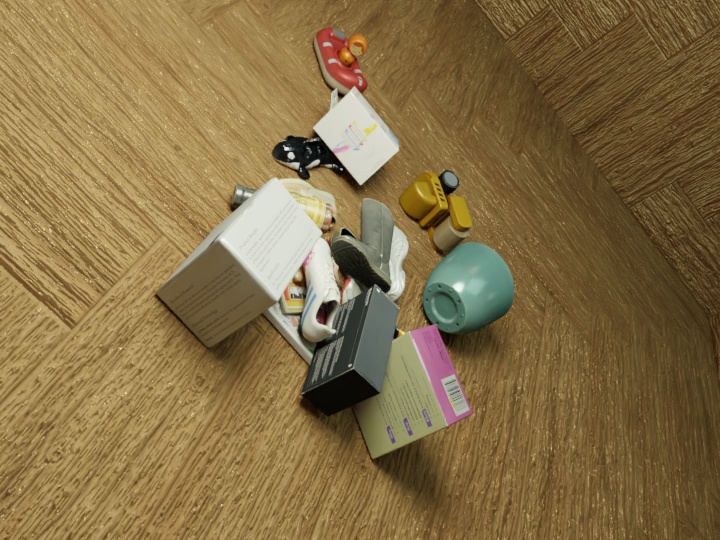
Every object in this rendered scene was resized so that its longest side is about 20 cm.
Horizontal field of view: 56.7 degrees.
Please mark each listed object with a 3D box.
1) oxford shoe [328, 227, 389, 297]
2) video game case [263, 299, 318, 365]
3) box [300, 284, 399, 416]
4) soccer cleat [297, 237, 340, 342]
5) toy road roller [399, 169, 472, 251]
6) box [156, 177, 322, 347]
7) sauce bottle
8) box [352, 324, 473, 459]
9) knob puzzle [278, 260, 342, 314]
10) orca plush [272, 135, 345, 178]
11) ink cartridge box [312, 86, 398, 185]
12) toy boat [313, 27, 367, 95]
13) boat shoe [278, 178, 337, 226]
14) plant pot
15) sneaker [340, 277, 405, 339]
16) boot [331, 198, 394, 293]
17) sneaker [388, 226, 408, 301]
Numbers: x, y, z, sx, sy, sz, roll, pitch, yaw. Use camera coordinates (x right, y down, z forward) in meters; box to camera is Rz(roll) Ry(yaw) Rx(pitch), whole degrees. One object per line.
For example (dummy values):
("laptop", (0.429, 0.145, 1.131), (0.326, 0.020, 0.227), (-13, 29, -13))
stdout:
("oxford shoe", (0.000, 0.000, 1.412), (0.070, 0.075, 0.202), (-36, 87, -20))
("video game case", (-0.096, 0.082, 1.301), (0.201, 0.023, 0.183), (49, 37, -13))
("box", (-0.015, 0.144, 1.216), (0.079, 0.140, 0.203), (40, 40, -21))
("soccer cleat", (-0.066, 0.031, 1.241), (0.069, 0.085, 0.206), (18, 66, -40))
("toy road roller", (0.187, -0.157, 1.731), (0.143, 0.123, 0.205), (-2, 65, -33))
("box", (-0.197, -0.014, 1.103), (0.131, 0.198, 0.200), (48, 38, -14))
("sauce bottle", (-0.152, -0.122, 1.301), (0.195, 0.066, 0.068), (11, 53, -21))
("box", (0.082, 0.229, 1.255), (0.095, 0.198, 0.180), (-6, 68, -51))
("knob puzzle", (-0.108, -0.016, 1.312), (0.217, 0.030, 0.225), (29, 45, -33))
("orca plush", (-0.104, -0.263, 1.498), (0.197, 0.070, 0.108), (18, 52, -42))
("ink cartridge box", (-0.015, -0.330, 1.579), (0.201, 0.125, 0.129), (48, 15, -11))
("toy boat", (-0.033, -0.561, 1.746), (0.129, 0.130, 0.205), (4, 62, -47))
("boat shoe", (-0.117, -0.135, 1.388), (0.197, 0.073, 0.071), (9, 51, -47))
("plant pot", (0.239, 0.057, 1.580), (0.159, 0.200, 0.204), (-27, 85, -42))
("sneaker", (0.028, 0.087, 1.355), (0.201, 0.080, 0.079), (52, 37, -32))
("boot", (0.012, -0.074, 1.354), (0.182, 0.071, 0.204), (46, 40, -39))
("sneaker", (0.053, -0.033, 1.516), (0.098, 0.077, 0.204), (27, 45, -30))
